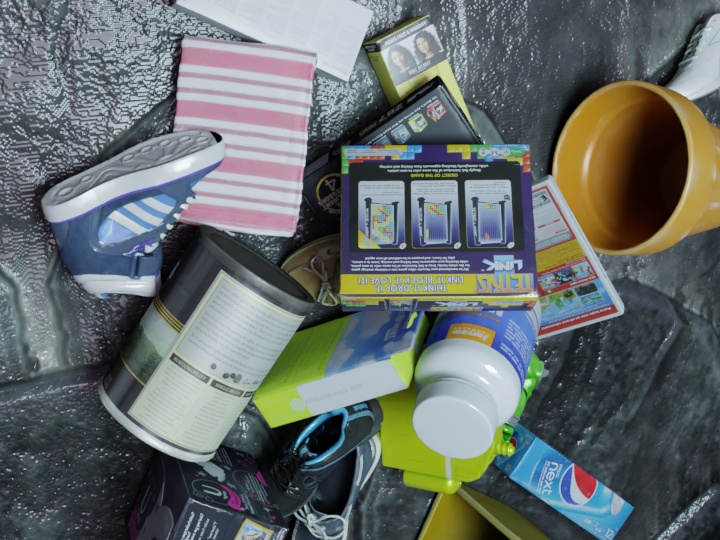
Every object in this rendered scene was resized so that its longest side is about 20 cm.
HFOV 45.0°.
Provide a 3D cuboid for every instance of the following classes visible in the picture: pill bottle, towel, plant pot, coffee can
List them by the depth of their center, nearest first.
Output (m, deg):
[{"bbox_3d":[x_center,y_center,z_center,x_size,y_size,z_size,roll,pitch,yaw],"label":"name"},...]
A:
[{"bbox_3d":[0.120,0.095,0.912,0.111,0.201,0.113,11,128,15],"label":"pill bottle"},{"bbox_3d":[-0.161,0.076,0.914,0.146,0.146,0.201,32,95,-22],"label":"coffee can"},{"bbox_3d":[-0.128,-0.142,0.932,0.145,0.030,0.202,8,103,-2],"label":"towel"},{"bbox_3d":[0.368,-0.117,1.060,0.182,0.199,0.203,1,101,-36],"label":"plant pot"},{"bbox_3d":[0.191,0.413,1.099,0.199,0.195,0.196,23,93,-30],"label":"plant pot"}]

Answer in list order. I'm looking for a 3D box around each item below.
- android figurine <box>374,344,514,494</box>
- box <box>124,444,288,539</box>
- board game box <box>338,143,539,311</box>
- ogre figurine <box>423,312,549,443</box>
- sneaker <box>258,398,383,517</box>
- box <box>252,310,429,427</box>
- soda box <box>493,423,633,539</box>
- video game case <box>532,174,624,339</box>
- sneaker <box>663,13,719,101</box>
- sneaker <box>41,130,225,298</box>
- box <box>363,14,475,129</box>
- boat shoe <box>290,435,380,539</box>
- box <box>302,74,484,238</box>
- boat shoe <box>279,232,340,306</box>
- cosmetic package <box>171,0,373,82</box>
[{"bbox_3d":[0.084,0.176,1.022,0.041,0.198,0.184,-26,114,-59],"label":"android figurine"},{"bbox_3d":[-0.173,0.275,0.931,0.114,0.200,0.133,24,92,-20],"label":"box"},{"bbox_3d":[0.077,-0.044,0.893,0.198,0.057,0.167,0,73,2],"label":"board game box"},{"bbox_3d":[0.148,0.105,1.061,0.119,0.098,0.200,-35,68,-13],"label":"ogre figurine"},{"bbox_3d":[-0.066,0.207,0.974,0.200,0.082,0.073,-47,70,14],"label":"sneaker"},{"bbox_3d":[-0.010,0.094,0.944,0.198,0.122,0.048,-20,113,26],"label":"box"},{"bbox_3d":[0.267,0.283,1.159,0.199,0.068,0.064,36,88,-22],"label":"soda box"},{"bbox_3d":[0.213,-0.008,1.058,0.142,0.017,0.201,-21,114,33],"label":"video game case"},{"bbox_3d":[0.444,-0.276,1.114,0.200,0.070,0.081,-37,101,-15],"label":"sneaker"},{"bbox_3d":[-0.217,-0.048,0.913,0.198,0.081,0.148,-24,125,-10],"label":"sneaker"},{"bbox_3d":[0.079,-0.185,1.006,0.075,0.050,0.201,-28,110,-10],"label":"box"},{"bbox_3d":[-0.039,0.279,1.032,0.201,0.075,0.062,-60,157,9],"label":"boat shoe"},{"bbox_3d":[0.050,-0.095,0.979,0.199,0.049,0.162,-32,114,15],"label":"box"},{"bbox_3d":[0.001,0.002,0.965,0.198,0.063,0.074,-6,119,11],"label":"boat shoe"},{"bbox_3d":[-0.093,-0.278,0.927,0.198,0.051,0.083,21,91,-22],"label":"cosmetic package"}]
